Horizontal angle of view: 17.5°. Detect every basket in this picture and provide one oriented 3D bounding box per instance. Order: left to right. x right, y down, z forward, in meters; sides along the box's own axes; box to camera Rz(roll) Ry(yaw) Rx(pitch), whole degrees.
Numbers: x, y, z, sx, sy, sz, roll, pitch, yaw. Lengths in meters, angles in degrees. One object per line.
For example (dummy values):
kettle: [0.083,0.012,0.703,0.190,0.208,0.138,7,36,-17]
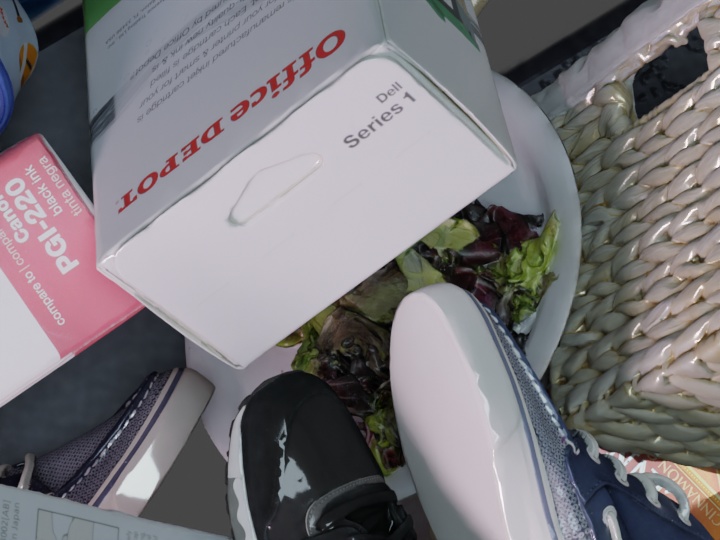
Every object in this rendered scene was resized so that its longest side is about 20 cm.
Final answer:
basket: [0.196,-0.016,0.935,0.200,0.198,0.161,13,62,-28]

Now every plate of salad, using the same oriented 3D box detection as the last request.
plate of salad: [0.000,0.000,0.972,0.200,0.048,0.200,-15,62,31]

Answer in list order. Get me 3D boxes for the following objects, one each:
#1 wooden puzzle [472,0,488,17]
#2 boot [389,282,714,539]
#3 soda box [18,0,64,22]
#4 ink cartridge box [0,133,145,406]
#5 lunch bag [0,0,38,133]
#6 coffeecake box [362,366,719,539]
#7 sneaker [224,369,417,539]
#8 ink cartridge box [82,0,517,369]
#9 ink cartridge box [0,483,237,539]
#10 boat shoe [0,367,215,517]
wooden puzzle: [0.009,-0.214,1.046,0.185,0.046,0.200,35,88,-4]
boot: [0.082,0.092,0.898,0.090,0.073,0.200,-19,93,-28]
soda box: [-0.131,-0.157,0.943,0.064,0.200,0.068,-36,91,-8]
ink cartridge box: [-0.193,0.033,0.949,0.200,0.146,0.085,-37,98,-8]
lunch bag: [-0.234,-0.086,0.944,0.200,0.076,0.160,-25,112,18]
coffeecake box: [0.066,0.107,1.016,0.154,0.073,0.200,45,83,-3]
sneaker: [0.019,0.128,0.884,0.076,0.087,0.200,-19,91,-48]
ink cartridge box: [-0.031,-0.080,0.928,0.146,0.200,0.084,-36,126,21]
ink cartridge box: [-0.083,0.173,0.865,0.200,0.057,0.163,17,65,-36]
boat shoe: [-0.153,0.104,0.982,0.093,0.075,0.200,37,90,-4]
